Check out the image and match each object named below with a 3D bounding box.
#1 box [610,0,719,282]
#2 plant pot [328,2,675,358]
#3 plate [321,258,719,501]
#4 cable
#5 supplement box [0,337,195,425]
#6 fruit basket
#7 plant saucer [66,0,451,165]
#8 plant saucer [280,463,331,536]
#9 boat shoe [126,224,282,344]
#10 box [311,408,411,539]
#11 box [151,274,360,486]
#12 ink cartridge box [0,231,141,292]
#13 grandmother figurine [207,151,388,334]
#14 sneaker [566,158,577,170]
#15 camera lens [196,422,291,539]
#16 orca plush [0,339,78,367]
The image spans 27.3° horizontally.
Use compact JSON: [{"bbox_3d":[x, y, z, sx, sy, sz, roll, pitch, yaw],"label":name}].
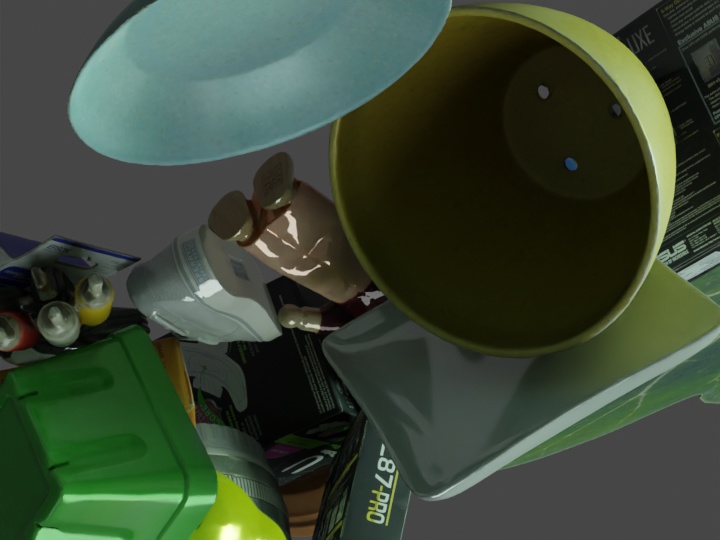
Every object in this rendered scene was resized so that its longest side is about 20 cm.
[{"bbox_3d":[0.238,-0.106,0.912,0.200,0.158,0.050,-34,158,34],"label":"box"},{"bbox_3d":[0.103,-0.069,0.861,0.200,0.200,0.142,-36,179,38],"label":"plant pot"},{"bbox_3d":[0.092,0.046,0.886,0.200,0.200,0.032,-29,120,-5],"label":"plate"},{"bbox_3d":[-0.185,0.041,0.923,0.097,0.050,0.200,-23,164,-2],"label":"cable"},{"bbox_3d":[-0.213,0.106,1.010,0.199,0.069,0.067,-13,139,-14],"label":"supplement box"},{"bbox_3d":[-0.143,0.152,0.929,0.215,0.156,0.216,-22,147,-15],"label":"fruit basket"},{"bbox_3d":[-0.053,-0.118,0.740,0.200,0.039,0.201,-19,163,-6],"label":"plant saucer"},{"bbox_3d":[-0.032,0.141,1.313,0.200,0.200,0.037,-26,128,16],"label":"plant saucer"},{"bbox_3d":[-0.104,0.021,1.007,0.068,0.072,0.200,-23,173,6],"label":"boat shoe"},{"bbox_3d":[-0.004,0.191,1.105,0.049,0.162,0.200,15,152,-5],"label":"box"},{"bbox_3d":[-0.092,0.109,1.214,0.200,0.125,0.148,-25,160,15],"label":"box"},{"bbox_3d":[-0.244,0.018,0.924,0.200,0.037,0.095,-25,163,19],"label":"ink cartridge box"},{"bbox_3d":[0.000,0.000,0.980,0.121,0.061,0.200,-31,130,25],"label":"grandmother figurine"},{"bbox_3d":[0.136,-0.013,1.005,0.078,0.200,0.070,-22,141,-11],"label":"sneaker"},{"bbox_3d":[-0.123,0.231,1.061,0.159,0.200,0.160,-9,145,-6],"label":"camera lens"},{"bbox_3d":[-0.204,0.075,1.083,0.200,0.071,0.105,25,118,-38],"label":"orca plush"}]
